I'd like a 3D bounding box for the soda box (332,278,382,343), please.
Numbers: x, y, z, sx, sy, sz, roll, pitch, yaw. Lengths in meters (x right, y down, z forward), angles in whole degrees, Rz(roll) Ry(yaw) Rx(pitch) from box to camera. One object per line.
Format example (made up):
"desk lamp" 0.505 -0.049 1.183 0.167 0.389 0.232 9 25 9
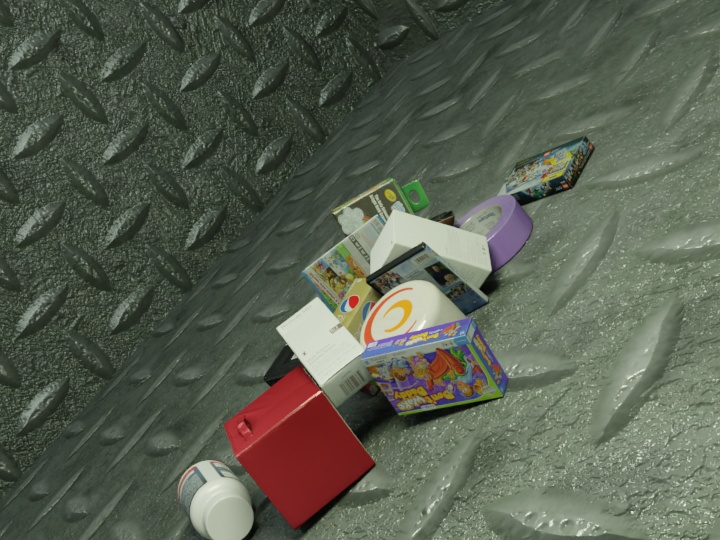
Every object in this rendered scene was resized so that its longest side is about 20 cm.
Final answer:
"soda box" -0.018 0.109 1.582 0.064 0.068 0.200 -1 47 44

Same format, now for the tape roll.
"tape roll" 0.260 -0.068 1.727 0.200 0.066 0.200 -38 19 16

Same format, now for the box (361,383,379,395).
"box" 0.040 0.142 1.655 0.200 0.096 0.100 -48 18 -15

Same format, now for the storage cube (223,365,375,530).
"storage cube" -0.110 0.306 1.449 0.180 0.200 0.171 -38 17 -8

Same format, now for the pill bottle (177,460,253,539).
"pill bottle" -0.275 0.448 1.580 0.120 0.120 0.200 -47 18 -13

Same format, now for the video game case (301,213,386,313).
"video game case" 0.000 0.000 1.680 0.200 0.143 0.018 -37 7 12

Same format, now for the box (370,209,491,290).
"box" 0.132 -0.018 1.583 0.098 0.199 0.125 -89 21 -45

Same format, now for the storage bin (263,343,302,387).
"storage bin" -0.104 0.209 1.809 0.200 0.094 0.135 -21 28 47

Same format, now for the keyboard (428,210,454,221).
"keyboard" 0.128 -0.094 1.882 0.200 0.021 0.127 -24 -1 35

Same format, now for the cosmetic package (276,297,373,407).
"cosmetic package" -0.061 0.141 1.460 0.102 0.074 0.200 -38 40 -8

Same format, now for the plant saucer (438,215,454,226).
"plant saucer" 0.117 -0.061 1.760 0.200 0.035 0.200 -26 0 0

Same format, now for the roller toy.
"roller toy" 0.106 0.122 1.494 0.200 0.140 0.183 -34 31 23

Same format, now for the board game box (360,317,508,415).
"board game box" 0.119 0.160 1.340 0.200 0.135 0.045 -18 28 33

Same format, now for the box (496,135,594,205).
"box" 0.400 -0.210 1.799 0.200 0.038 0.137 -18 30 52

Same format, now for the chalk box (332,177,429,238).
"chalk box" 0.051 -0.126 1.813 0.200 0.125 0.124 -28 7 1

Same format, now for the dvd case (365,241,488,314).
"dvd case" 0.127 0.037 1.556 0.143 0.200 0.018 -32 38 29
